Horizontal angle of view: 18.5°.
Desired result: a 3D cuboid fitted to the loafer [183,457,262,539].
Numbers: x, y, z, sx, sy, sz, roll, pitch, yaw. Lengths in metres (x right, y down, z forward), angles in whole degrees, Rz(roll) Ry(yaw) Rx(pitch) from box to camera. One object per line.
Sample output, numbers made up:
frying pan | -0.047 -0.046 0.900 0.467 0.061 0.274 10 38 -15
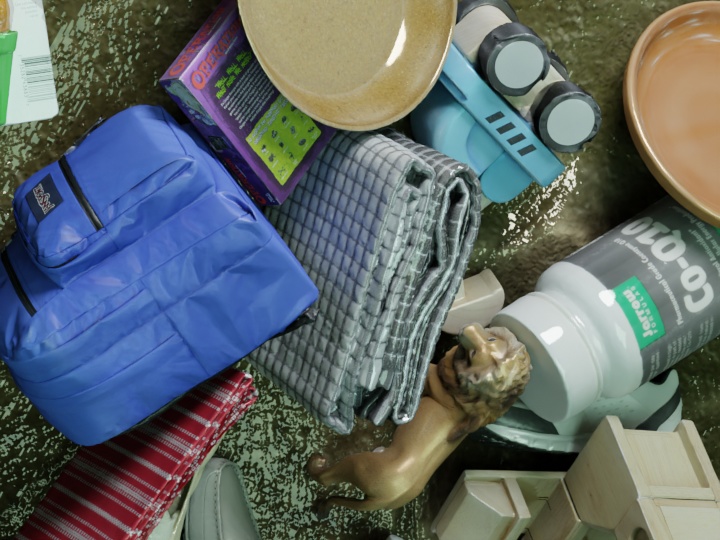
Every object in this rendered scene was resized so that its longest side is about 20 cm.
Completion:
loafer | -0.080 0.233 1.607 0.070 0.070 0.200 -11 89 -61

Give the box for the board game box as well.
board game box | -0.043 -0.156 1.510 0.200 0.032 0.120 -55 126 -28

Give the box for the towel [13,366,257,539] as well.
towel | -0.160 0.142 1.499 0.022 0.145 0.200 43 76 -29

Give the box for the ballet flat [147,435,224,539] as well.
ballet flat | -0.147 0.153 1.542 0.069 0.069 0.200 38 58 -29

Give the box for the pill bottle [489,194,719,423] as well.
pill bottle | 0.203 0.026 1.661 0.200 0.113 0.113 -31 117 -22

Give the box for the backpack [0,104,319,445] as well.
backpack | -0.162 0.001 1.477 0.200 0.163 0.168 -38 120 1

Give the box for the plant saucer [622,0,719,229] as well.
plant saucer | 0.283 -0.109 1.658 0.200 0.037 0.200 10 62 -18

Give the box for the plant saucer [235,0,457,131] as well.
plant saucer | -0.017 -0.193 1.493 0.200 0.035 0.201 1 88 -42

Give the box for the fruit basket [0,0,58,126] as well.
fruit basket | -0.297 -0.182 1.409 0.185 0.094 0.200 -12 95 -21

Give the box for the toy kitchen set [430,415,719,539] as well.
toy kitchen set | 0.163 0.235 1.649 0.163 0.181 0.200 4 135 -25

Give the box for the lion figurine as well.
lion figurine | 0.045 0.121 1.628 0.072 0.122 0.200 31 92 -29

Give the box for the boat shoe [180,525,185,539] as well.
boat shoe | -0.164 0.237 1.603 0.073 0.063 0.200 13 100 -27

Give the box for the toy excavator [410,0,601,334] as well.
toy excavator | 0.083 -0.074 1.612 0.200 0.100 0.194 -41 120 8

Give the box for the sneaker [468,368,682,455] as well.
sneaker | 0.166 0.106 1.718 0.200 0.074 0.080 5 89 -30

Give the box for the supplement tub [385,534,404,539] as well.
supplement tub | 0.016 0.316 1.664 0.145 0.145 0.200 34 91 -29

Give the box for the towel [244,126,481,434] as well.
towel | 0.000 0.000 1.546 0.085 0.166 0.200 8 103 -32
